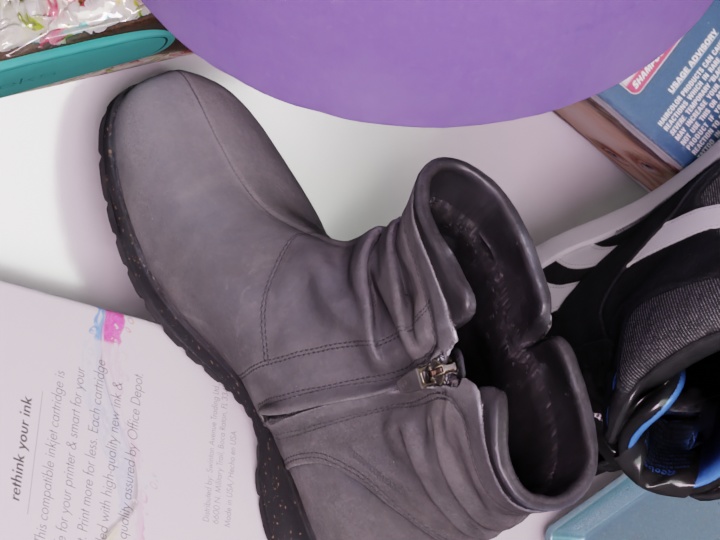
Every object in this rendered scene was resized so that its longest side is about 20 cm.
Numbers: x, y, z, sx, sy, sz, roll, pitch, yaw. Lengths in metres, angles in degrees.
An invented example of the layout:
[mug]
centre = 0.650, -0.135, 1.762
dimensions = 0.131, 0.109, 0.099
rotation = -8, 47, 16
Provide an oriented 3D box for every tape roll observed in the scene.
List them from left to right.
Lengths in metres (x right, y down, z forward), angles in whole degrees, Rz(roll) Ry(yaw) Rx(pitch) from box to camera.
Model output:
[tape roll]
centre = 0.020, -0.145, 0.841
dimensions = 0.200, 0.200, 0.085
rotation = -21, 147, -15

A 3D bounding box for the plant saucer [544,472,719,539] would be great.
[plant saucer]
centre = 0.144, 0.067, 0.917
dimensions = 0.019, 0.200, 0.070
rotation = 1, 57, -49

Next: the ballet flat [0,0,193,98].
[ballet flat]
centre = -0.059, -0.098, 0.891
dimensions = 0.200, 0.076, 0.064
rotation = -11, 80, -20

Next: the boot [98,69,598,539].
[boot]
centre = 0.000, 0.000, 0.841
dimensions = 0.070, 0.132, 0.200
rotation = -17, 70, -36

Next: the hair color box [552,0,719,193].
[hair color box]
centre = 0.135, -0.037, 0.943
dimensions = 0.200, 0.100, 0.061
rotation = 39, 87, -18

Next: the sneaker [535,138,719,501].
[sneaker]
centre = 0.081, 0.036, 0.875
dimensions = 0.073, 0.200, 0.112
rotation = 35, 44, -11

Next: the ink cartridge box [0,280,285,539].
[ink cartridge box]
centre = -0.099, 0.073, 0.871
dimensions = 0.200, 0.068, 0.117
rotation = 17, 55, -19
